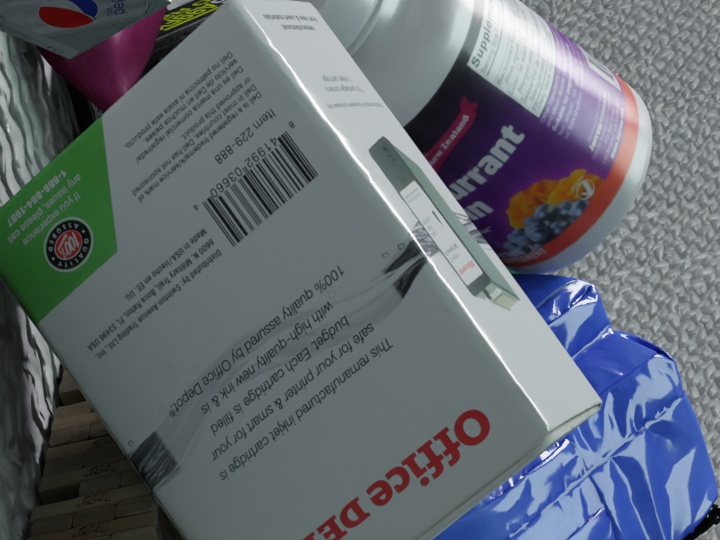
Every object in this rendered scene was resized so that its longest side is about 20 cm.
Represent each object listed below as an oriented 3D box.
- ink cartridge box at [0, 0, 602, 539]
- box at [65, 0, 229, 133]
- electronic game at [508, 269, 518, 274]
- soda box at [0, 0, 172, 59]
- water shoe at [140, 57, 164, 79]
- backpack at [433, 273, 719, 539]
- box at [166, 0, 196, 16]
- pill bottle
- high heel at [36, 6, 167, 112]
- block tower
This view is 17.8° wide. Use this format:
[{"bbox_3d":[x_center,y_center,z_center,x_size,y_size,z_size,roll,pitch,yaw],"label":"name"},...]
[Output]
[{"bbox_3d":[-0.027,0.020,0.874,0.200,0.146,0.084,54,20,8],"label":"ink cartridge box"},{"bbox_3d":[-0.050,-0.039,1.145,0.044,0.160,0.201,10,-59,49],"label":"box"},{"bbox_3d":[0.000,0.000,1.258,0.042,0.199,0.201,-21,100,-75],"label":"electronic game"},{"bbox_3d":[-0.134,-0.196,0.969,0.068,0.063,0.201,19,55,-50],"label":"soda box"},{"bbox_3d":[-0.095,0.003,1.053,0.071,0.078,0.201,170,-66,-70],"label":"water shoe"},{"bbox_3d":[0.048,0.106,1.130,0.200,0.162,0.168,-39,110,-37],"label":"backpack"},{"bbox_3d":[-0.064,-0.185,1.218,0.158,0.048,0.201,33,52,-39],"label":"box"},{"bbox_3d":[0.038,-0.089,1.104,0.200,0.111,0.112,32,35,-32],"label":"pill bottle"},{"bbox_3d":[-0.099,-0.150,1.086,0.200,0.067,0.097,-44,114,-49],"label":"high heel"},{"bbox_3d":[-0.095,0.101,0.902,0.200,0.054,0.058,-92,167,-59],"label":"block tower"}]
